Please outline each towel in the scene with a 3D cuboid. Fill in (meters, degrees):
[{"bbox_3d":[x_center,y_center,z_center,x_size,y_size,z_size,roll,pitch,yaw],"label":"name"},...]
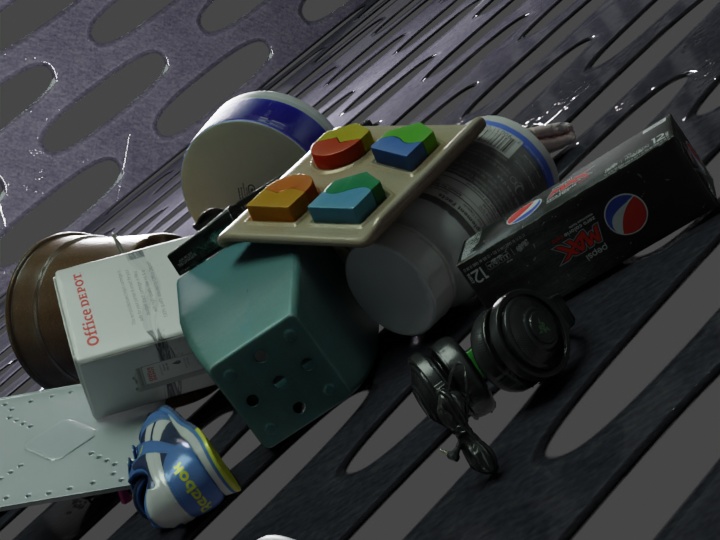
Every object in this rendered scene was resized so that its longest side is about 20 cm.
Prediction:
[{"bbox_3d":[0.091,-0.104,1.750,0.190,0.033,0.199,-14,-1,-42],"label":"towel"}]

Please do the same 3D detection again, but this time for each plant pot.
[{"bbox_3d":[-0.278,0.044,1.994,0.197,0.201,0.200,-9,28,48],"label":"plant pot"},{"bbox_3d":[-0.071,0.061,1.501,0.141,0.142,0.200,-33,18,9],"label":"plant pot"}]

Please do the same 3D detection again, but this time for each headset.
[{"bbox_3d":[0.093,0.078,1.200,0.123,0.094,0.200,-34,-3,22],"label":"headset"}]

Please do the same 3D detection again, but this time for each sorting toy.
[{"bbox_3d":[-0.011,-0.082,1.499,0.199,0.037,0.185,-2,33,43],"label":"sorting toy"}]

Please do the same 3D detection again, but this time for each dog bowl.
[{"bbox_3d":[-0.112,-0.108,2.055,0.199,0.201,0.079,-26,17,34],"label":"dog bowl"}]

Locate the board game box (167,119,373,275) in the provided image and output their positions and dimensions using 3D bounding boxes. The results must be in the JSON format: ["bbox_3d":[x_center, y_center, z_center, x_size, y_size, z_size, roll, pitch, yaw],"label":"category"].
[{"bbox_3d":[-0.082,-0.070,1.659,0.200,0.028,0.135,-35,2,-35],"label":"board game box"}]

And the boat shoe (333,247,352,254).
[{"bbox_3d":[-0.003,-0.056,1.633,0.074,0.069,0.200,-17,22,-16],"label":"boat shoe"}]

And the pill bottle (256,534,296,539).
[{"bbox_3d":[-0.078,0.243,0.895,0.200,0.113,0.112,-44,15,-30],"label":"pill bottle"}]

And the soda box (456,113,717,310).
[{"bbox_3d":[0.176,-0.036,1.340,0.199,0.071,0.063,-31,14,19],"label":"soda box"}]

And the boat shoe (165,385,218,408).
[{"bbox_3d":[-0.158,0.086,1.789,0.199,0.072,0.064,-28,6,-16],"label":"boat shoe"}]

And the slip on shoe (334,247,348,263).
[{"bbox_3d":[0.000,0.000,1.698,0.061,0.074,0.200,-53,2,33],"label":"slip on shoe"}]

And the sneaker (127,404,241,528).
[{"bbox_3d":[-0.169,0.172,1.480,0.082,0.074,0.200,-40,12,-12],"label":"sneaker"}]

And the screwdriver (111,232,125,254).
[{"bbox_3d":[-0.222,0.040,1.864,0.029,0.201,0.028,-14,-25,-29],"label":"screwdriver"}]

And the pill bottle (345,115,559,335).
[{"bbox_3d":[0.080,-0.039,1.506,0.113,0.114,0.200,-19,21,51],"label":"pill bottle"}]

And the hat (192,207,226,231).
[{"bbox_3d":[-0.101,-0.012,1.924,0.199,0.082,0.201,3,-13,1],"label":"hat"}]

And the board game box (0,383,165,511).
[{"bbox_3d":[-0.285,0.172,1.646,0.198,0.026,0.200,-10,27,3],"label":"board game box"}]

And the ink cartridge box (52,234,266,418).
[{"bbox_3d":[-0.191,0.047,1.700,0.198,0.083,0.147,-15,41,-9],"label":"ink cartridge box"}]
